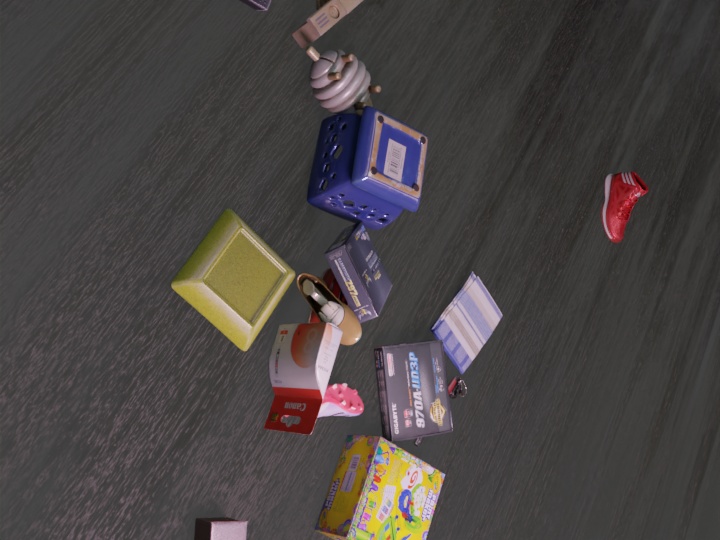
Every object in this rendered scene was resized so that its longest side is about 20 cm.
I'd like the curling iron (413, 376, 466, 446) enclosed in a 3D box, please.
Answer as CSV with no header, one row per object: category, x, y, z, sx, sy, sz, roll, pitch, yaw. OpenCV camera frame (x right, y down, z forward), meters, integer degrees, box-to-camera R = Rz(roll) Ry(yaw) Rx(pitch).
curling iron,0.181,0.317,1.758,0.050,0.025,0.200,52,58,-15

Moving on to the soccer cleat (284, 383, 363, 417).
soccer cleat,-0.073,0.267,1.564,0.198,0.076,0.067,16,43,-50

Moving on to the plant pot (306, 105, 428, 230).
plant pot,0.026,-0.217,1.631,0.198,0.179,0.204,20,71,-33

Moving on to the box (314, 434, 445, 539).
box,0.042,0.466,1.573,0.192,0.121,0.203,35,63,-27

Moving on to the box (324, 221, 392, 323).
box,0.000,0.000,1.593,0.160,0.050,0.200,65,17,-10

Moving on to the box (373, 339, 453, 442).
box,0.115,0.258,1.692,0.156,0.046,0.204,-3,84,-27

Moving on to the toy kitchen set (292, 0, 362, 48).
toy kitchen set,-0.086,-0.618,1.619,0.201,0.162,0.181,52,57,-17

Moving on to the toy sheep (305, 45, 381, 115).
toy sheep,-0.042,-0.397,1.637,0.200,0.137,0.139,48,58,-31

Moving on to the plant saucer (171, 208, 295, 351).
plant saucer,-0.227,0.014,1.489,0.200,0.048,0.202,45,59,-23

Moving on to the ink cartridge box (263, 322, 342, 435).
ink cartridge box,-0.124,0.199,1.467,0.050,0.161,0.203,33,65,-33

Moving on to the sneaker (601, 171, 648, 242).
sneaker,0.748,-0.186,2.202,0.077,0.115,0.204,5,80,-35

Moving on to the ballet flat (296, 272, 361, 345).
ballet flat,-0.070,0.073,1.519,0.069,0.200,0.063,-48,137,2

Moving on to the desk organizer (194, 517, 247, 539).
desk organizer,-0.253,0.542,1.370,0.071,0.076,0.204,10,77,-35

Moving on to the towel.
towel,0.253,0.122,1.845,0.148,0.024,0.201,53,59,-21

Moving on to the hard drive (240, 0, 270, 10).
hard drive,-0.227,-0.641,1.592,0.133,0.042,0.204,21,71,-32

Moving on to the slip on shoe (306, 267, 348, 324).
slip on shoe,-0.062,0.091,1.592,0.073,0.061,0.204,22,72,-34
